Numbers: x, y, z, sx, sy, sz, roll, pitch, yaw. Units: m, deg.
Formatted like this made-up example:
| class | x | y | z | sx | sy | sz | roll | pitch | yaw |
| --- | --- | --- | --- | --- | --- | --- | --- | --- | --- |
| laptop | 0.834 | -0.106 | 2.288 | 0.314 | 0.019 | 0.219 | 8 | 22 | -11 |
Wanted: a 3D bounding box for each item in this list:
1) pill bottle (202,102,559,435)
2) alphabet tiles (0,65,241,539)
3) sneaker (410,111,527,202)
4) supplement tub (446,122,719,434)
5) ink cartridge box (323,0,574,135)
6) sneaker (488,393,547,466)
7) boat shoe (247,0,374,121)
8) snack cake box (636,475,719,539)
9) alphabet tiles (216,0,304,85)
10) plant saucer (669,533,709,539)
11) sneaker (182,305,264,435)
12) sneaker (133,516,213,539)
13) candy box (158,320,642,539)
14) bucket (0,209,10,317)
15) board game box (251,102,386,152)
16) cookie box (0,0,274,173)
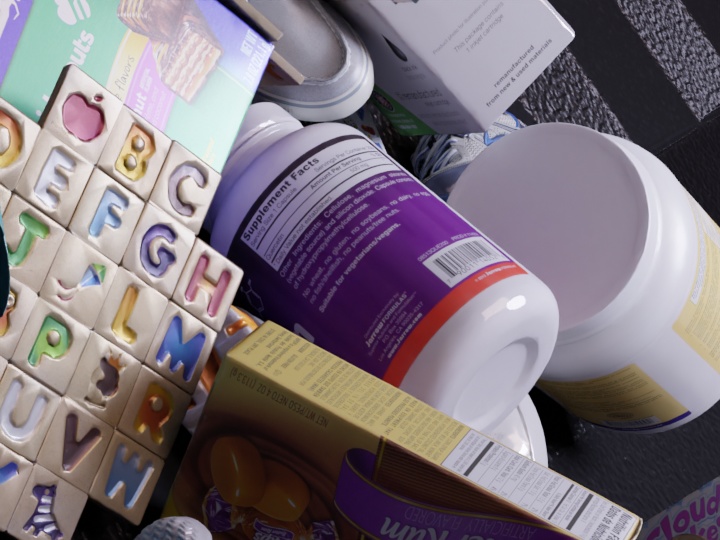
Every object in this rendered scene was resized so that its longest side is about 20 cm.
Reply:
| class | x | y | z | sx | sy | sz | roll | pitch | yaw |
| --- | --- | --- | --- | --- | --- | --- | --- | --- | --- |
| pill bottle | 0.000 | 0.000 | 1.330 | 0.200 | 0.113 | 0.112 | 41 | 23 | 26 |
| alphabet tiles | -0.133 | 0.018 | 1.140 | 0.166 | 0.006 | 0.200 | 37 | 65 | -36 |
| sneaker | 0.061 | -0.060 | 1.572 | 0.085 | 0.077 | 0.200 | 47 | 21 | 8 |
| supplement tub | 0.138 | 0.005 | 1.478 | 0.200 | 0.145 | 0.146 | 37 | 29 | -61 |
| ink cartridge box | 0.007 | -0.176 | 1.450 | 0.200 | 0.084 | 0.146 | 46 | -12 | -14 |
| sneaker | 0.043 | 0.110 | 1.351 | 0.116 | 0.074 | 0.200 | 23 | 43 | -47 |
| boat shoe | -0.076 | -0.158 | 1.407 | 0.201 | 0.070 | 0.072 | 40 | -13 | 20 |
| snack cake box | 0.259 | 0.159 | 1.478 | 0.115 | 0.200 | 0.067 | 31 | 36 | -34 |
| alphabet tiles | -0.113 | -0.152 | 1.331 | 0.166 | 0.006 | 0.200 | 42 | -12 | -20 |
| plant saucer | 0.178 | 0.235 | 1.304 | 0.029 | 0.200 | 0.200 | 1 | 51 | -14 |
| sneaker | -0.026 | 0.102 | 1.264 | 0.200 | 0.078 | 0.077 | 64 | 19 | 12 |
| sneaker | -0.035 | 0.201 | 1.148 | 0.114 | 0.075 | 0.200 | -7 | 71 | -58 |
| candy box | 0.014 | 0.123 | 1.172 | 0.200 | 0.117 | 0.056 | 28 | 24 | 11 |
| bucket | -0.236 | -0.038 | 0.988 | 0.207 | 0.207 | 0.135 | 34 | 28 | -30 |
| board game box | -0.060 | -0.137 | 1.502 | 0.126 | 0.035 | 0.200 | 12 | 49 | -50 |
| cookie box | -0.160 | -0.089 | 1.208 | 0.200 | 0.075 | 0.171 | 36 | 60 | -27 |
